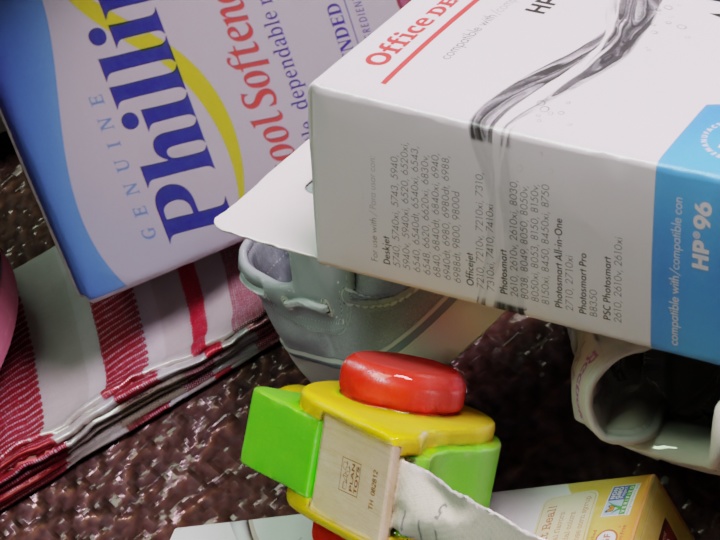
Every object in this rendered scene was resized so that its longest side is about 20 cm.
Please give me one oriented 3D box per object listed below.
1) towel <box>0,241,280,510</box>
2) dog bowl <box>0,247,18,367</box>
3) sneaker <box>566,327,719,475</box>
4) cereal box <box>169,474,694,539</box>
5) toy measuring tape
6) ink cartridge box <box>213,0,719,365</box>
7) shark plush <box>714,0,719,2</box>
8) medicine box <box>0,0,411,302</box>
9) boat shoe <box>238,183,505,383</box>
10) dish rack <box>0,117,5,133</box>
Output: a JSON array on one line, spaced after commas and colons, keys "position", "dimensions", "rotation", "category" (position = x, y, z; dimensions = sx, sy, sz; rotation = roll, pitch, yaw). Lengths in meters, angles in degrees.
[{"position": [-0.113, 0.022, 1.162], "dimensions": [0.199, 0.023, 0.144], "rotation": [-31, 33, 6], "category": "towel"}, {"position": [-0.229, 0.037, 1.174], "dimensions": [0.200, 0.074, 0.201], "rotation": [-33, 33, 24], "category": "dog bowl"}, {"position": [0.098, 0.012, 0.918], "dimensions": [0.099, 0.075, 0.200], "rotation": [-10, 23, -27], "category": "sneaker"}, {"position": [0.000, 0.139, 0.905], "dimensions": [0.199, 0.040, 0.144], "rotation": [-10, 40, 32], "category": "cereal box"}, {"position": [0.030, 0.070, 0.866], "dimensions": [0.074, 0.074, 0.200], "rotation": [-45, 31, -15], "category": "toy measuring tape"}, {"position": [0.061, -0.043, 0.890], "dimensions": [0.199, 0.068, 0.116], "rotation": [14, 34, 25], "category": "ink cartridge box"}, {"position": [0.143, -0.086, 0.980], "dimensions": [0.200, 0.091, 0.084], "rotation": [-26, 34, 60], "category": "shark plush"}, {"position": [-0.059, -0.116, 1.106], "dimensions": [0.199, 0.183, 0.103], "rotation": [-23, 34, -6], "category": "medicine box"}, {"position": [0.000, -0.001, 0.986], "dimensions": [0.070, 0.072, 0.201], "rotation": [-45, 11, -17], "category": "boat shoe"}, {"position": [-0.190, -0.110, 1.369], "dimensions": [0.199, 0.044, 0.172], "rotation": [-24, 35, 16], "category": "dish rack"}]
